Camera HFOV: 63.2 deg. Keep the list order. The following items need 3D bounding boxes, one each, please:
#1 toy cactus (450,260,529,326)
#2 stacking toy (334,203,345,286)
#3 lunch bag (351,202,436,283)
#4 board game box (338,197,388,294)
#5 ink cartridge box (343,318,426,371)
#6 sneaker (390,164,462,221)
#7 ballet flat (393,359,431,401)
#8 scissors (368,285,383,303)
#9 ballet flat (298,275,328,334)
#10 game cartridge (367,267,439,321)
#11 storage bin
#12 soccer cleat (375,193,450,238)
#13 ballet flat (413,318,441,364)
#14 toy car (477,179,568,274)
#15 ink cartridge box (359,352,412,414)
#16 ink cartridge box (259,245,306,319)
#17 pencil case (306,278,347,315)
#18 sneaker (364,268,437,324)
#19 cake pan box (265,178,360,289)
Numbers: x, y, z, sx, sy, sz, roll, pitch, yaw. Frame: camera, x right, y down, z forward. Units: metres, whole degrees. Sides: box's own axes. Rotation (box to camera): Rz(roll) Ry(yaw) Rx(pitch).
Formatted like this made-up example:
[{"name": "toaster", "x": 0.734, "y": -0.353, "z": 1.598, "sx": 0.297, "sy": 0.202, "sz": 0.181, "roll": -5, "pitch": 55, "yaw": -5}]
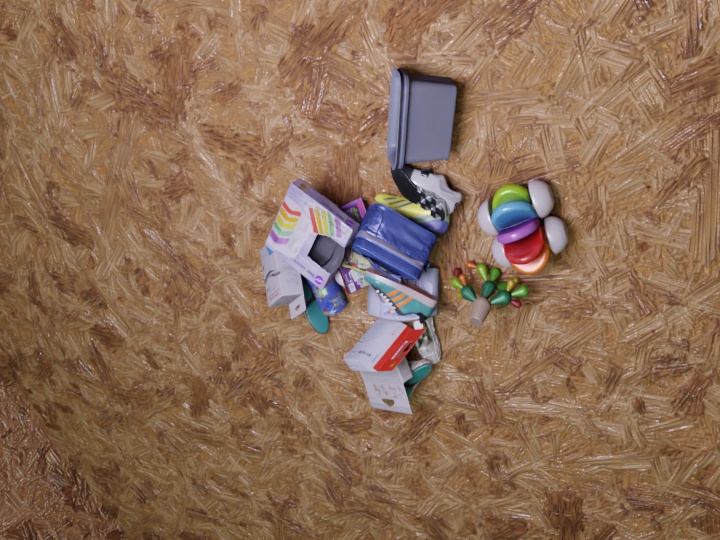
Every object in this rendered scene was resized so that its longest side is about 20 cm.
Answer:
[{"name": "toy cactus", "x": 0.297, "y": 0.064, "z": 1.402, "sx": 0.194, "sy": 0.167, "sz": 0.104, "roll": 16, "pitch": 143, "yaw": 21}, {"name": "stacking toy", "x": -0.075, "y": -0.052, "z": 1.486, "sx": 0.145, "sy": 0.145, "sz": 0.204, "roll": -34, "pitch": 84, "yaw": 34}, {"name": "lunch bag", "x": 0.080, "y": -0.053, "z": 1.388, "sx": 0.196, "sy": 0.136, "sz": 0.135, "roll": 28, "pitch": 86, "yaw": -7}, {"name": "board game box", "x": -0.015, "y": -0.061, "z": 1.444, "sx": 0.206, "sy": 0.117, "sz": 0.032, "roll": 70, "pitch": 162, "yaw": -8}, {"name": "ink cartridge box", "x": 0.062, "y": 0.191, "z": 1.526, "sx": 0.048, "sy": 0.160, "sz": 0.198, "roll": 52, "pitch": 150, "yaw": -14}, {"name": "sneaker", "x": 0.156, "y": -0.201, "z": 1.383, "sx": 0.199, "sy": 0.088, "sz": 0.075, "roll": 43, "pitch": 155, "yaw": 25}, {"name": "ballet flat", "x": 0.134, "y": 0.298, "z": 1.640, "sx": 0.073, "sy": 0.065, "sz": 0.203, "roll": 2, "pitch": 136, "yaw": -28}, {"name": "scissors", "x": 0.000, "y": 0.000, "z": 1.539, "sx": 0.199, "sy": 0.014, "sz": 0.075, "roll": 42, "pitch": 126, "yaw": 29}, {"name": "ballet flat", "x": -0.155, "y": 0.092, "z": 1.683, "sx": 0.064, "sy": 0.070, "sz": 0.205, "roll": -6, "pitch": 113, "yaw": 55}, {"name": "game cartridge", "x": 0.109, "y": 0.063, "z": 1.517, "sx": 0.193, "sy": 0.041, "sz": 0.138, "roll": -2, "pitch": 78, "yaw": 25}, {"name": "storage bin", "x": 0.132, "y": -0.335, "z": 1.287, "sx": 0.129, "sy": 0.147, "sz": 0.206, "roll": -1, "pitch": 119, "yaw": -7}, {"name": "soccer cleat", "x": 0.129, "y": -0.151, "z": 1.429, "sx": 0.196, "sy": 0.065, "sz": 0.086, "roll": 27, "pitch": 95, "yaw": 14}, {"name": "ballet flat", "x": 0.168, "y": 0.175, "z": 1.569, "sx": 0.070, "sy": 0.072, "sz": 0.206, "roll": -5, "pitch": 114, "yaw": 26}, {"name": "toy car", "x": 0.354, "y": -0.086, "z": 1.296, "sx": 0.171, "sy": 0.150, "sz": 0.204, "roll": -19, "pitch": 108, "yaw": 31}, {"name": "ink cartridge box", "x": 0.071, "y": 0.298, "z": 1.626, "sx": 0.198, "sy": 0.044, "sz": 0.182, "roll": -9, "pitch": 102, "yaw": 56}, {"name": "ink cartridge box", "x": -0.211, "y": 0.023, "z": 1.580, "sx": 0.115, "sy": 0.065, "sz": 0.207, "roll": -33, "pitch": 65, "yaw": 57}, {"name": "pencil case", "x": -0.111, "y": 0.025, "z": 1.607, "sx": 0.085, "sy": 0.078, "sz": 0.204, "roll": -22, "pitch": 106, "yaw": 17}, {"name": "sneaker", "x": 0.089, "y": 0.066, "z": 1.433, "sx": 0.195, "sy": 0.072, "sz": 0.082, "roll": 26, "pitch": 102, "yaw": -6}, {"name": "cake pan box", "x": -0.115, "y": -0.082, "z": 1.395, "sx": 0.198, "sy": 0.052, "sz": 0.187, "roll": 38, "pitch": 122, "yaw": 9}]
